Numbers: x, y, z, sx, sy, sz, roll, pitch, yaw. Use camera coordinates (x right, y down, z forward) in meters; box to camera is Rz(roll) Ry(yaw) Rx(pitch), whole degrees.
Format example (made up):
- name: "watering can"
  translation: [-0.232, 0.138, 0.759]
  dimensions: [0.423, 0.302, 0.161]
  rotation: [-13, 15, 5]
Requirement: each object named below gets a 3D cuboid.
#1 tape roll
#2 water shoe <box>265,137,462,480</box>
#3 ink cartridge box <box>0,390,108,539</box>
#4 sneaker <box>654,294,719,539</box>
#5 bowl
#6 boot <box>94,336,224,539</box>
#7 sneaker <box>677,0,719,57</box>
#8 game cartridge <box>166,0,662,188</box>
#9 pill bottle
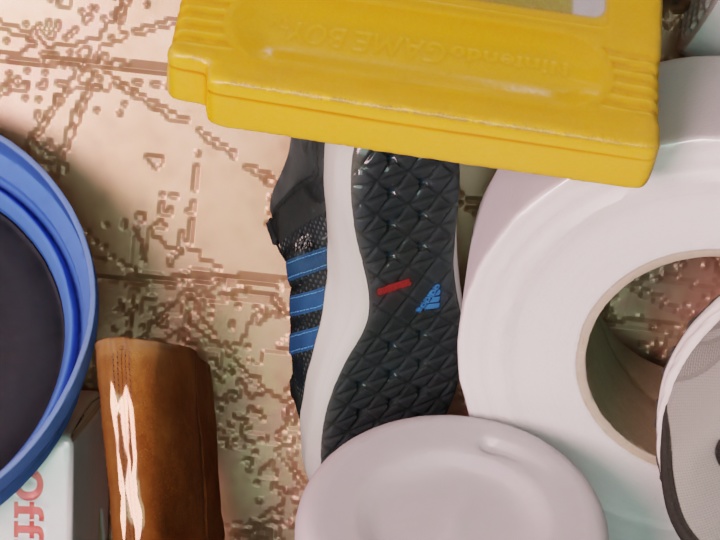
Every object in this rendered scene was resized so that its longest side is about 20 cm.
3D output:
- name: "tape roll"
  translation: [0.140, 0.019, 0.769]
  dimensions: [0.201, 0.071, 0.203]
  rotation: [4, 122, 7]
- name: "water shoe"
  translation: [0.000, 0.000, 0.810]
  dimensions: [0.071, 0.079, 0.201]
  rotation: [-11, 126, -27]
- name: "ink cartridge box"
  translation: [-0.211, 0.125, 0.822]
  dimensions: [0.199, 0.083, 0.148]
  rotation: [1, 100, 0]
- name: "sneaker"
  translation: [0.158, 0.034, 0.688]
  dimensions: [0.074, 0.079, 0.201]
  rotation: [17, 124, -4]
- name: "bowl"
  translation: [-0.203, 0.025, 0.772]
  dimensions: [0.199, 0.039, 0.202]
  rotation: [0, 59, 0]
- name: "boot"
  translation: [-0.073, 0.139, 0.813]
  dimensions: [0.068, 0.188, 0.201]
  rotation: [-11, 73, 14]
- name: "sneaker"
  translation: [0.214, -0.147, 0.774]
  dimensions: [0.082, 0.074, 0.200]
  rotation: [40, 99, -3]
- name: "game cartridge"
  translation: [0.027, -0.124, 0.732]
  dimensions: [0.175, 0.201, 0.033]
  rotation: [8, 139, -1]
- name: "pill bottle"
  translation: [0.032, 0.168, 0.780]
  dimensions: [0.119, 0.120, 0.201]
  rotation: [1, 129, 1]
